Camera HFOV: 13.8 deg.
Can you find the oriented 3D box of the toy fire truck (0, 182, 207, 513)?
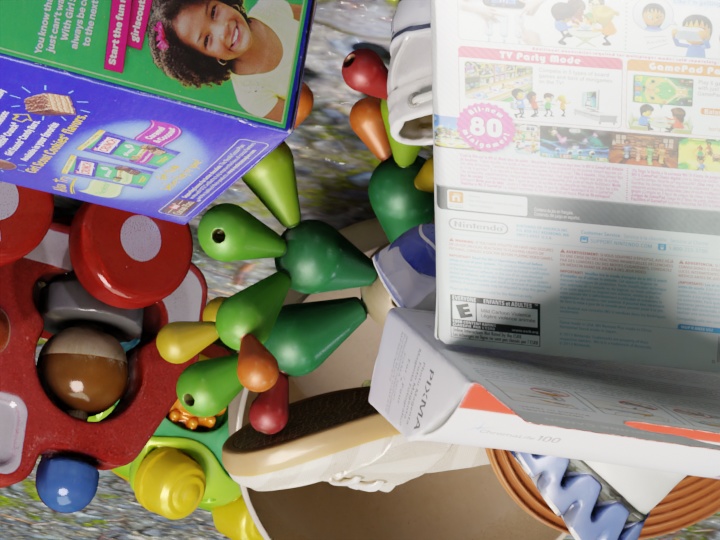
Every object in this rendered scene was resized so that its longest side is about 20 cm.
[{"bbox_3d":[-0.178,0.034,1.532,0.199,0.169,0.112,18,160,-27],"label":"toy fire truck"}]

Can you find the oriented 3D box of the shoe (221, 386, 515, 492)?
[{"bbox_3d":[0.032,0.081,1.427,0.199,0.054,0.070,-13,-169,-13],"label":"shoe"}]

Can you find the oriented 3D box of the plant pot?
[{"bbox_3d":[0.019,0.053,1.527,0.199,0.201,0.135,15,-164,-20],"label":"plant pot"}]

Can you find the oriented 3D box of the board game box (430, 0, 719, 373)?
[{"bbox_3d":[0.101,-0.060,1.128,0.146,0.064,0.201,6,130,9],"label":"board game box"}]

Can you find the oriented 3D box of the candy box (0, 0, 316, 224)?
[{"bbox_3d":[-0.140,-0.093,1.272,0.199,0.078,0.169,13,163,-17],"label":"candy box"}]

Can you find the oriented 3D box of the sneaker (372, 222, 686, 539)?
[{"bbox_3d":[0.100,0.034,1.338,0.200,0.115,0.081,49,-176,-32],"label":"sneaker"}]

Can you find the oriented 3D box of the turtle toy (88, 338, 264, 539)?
[{"bbox_3d":[-0.098,0.095,1.795,0.145,0.102,0.200,24,179,41],"label":"turtle toy"}]

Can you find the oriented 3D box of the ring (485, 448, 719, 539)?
[{"bbox_3d":[0.149,0.045,1.420,0.200,0.201,0.019,20,-165,-34],"label":"ring"}]

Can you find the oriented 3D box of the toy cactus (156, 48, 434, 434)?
[{"bbox_3d":[0.000,0.000,1.377,0.164,0.201,0.102,18,-162,-37],"label":"toy cactus"}]

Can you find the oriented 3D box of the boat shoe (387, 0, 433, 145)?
[{"bbox_3d":[0.099,-0.071,1.216,0.201,0.087,0.075,0,161,25],"label":"boat shoe"}]

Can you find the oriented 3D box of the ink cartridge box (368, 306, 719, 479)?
[{"bbox_3d":[0.104,0.065,1.187,0.161,0.057,0.200,8,-166,-16],"label":"ink cartridge box"}]
